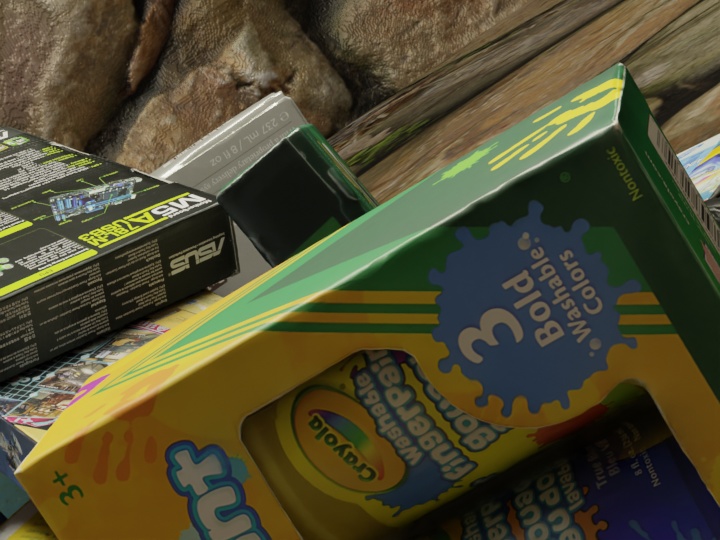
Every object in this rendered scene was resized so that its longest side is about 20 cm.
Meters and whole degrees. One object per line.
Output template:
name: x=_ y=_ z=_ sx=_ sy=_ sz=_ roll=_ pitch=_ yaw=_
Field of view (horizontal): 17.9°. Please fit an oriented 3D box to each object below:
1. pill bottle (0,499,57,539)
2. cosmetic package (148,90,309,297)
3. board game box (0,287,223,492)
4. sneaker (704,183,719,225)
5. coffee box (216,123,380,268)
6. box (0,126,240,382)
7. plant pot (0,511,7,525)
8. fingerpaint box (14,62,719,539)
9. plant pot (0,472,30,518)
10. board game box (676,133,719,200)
pill bottle: x=-0.129 y=0.158 z=1.051 sx=0.111 sy=0.112 sz=0.200 roll=-25 pitch=11 yaw=39
cosmetic package: x=-0.031 y=0.015 z=1.215 sx=0.107 sy=0.200 sz=0.090 roll=-35 pitch=7 yaw=-4
board game box: x=-0.091 y=0.059 z=1.004 sx=0.135 sy=0.035 sz=0.200 roll=-19 pitch=18 yaw=-22
sneaker: x=0.139 y=-0.008 z=0.871 sx=0.060 sy=0.200 sz=0.104 roll=24 pitch=79 yaw=52
coffee box: x=0.000 y=0.000 z=0.910 sx=0.044 sy=0.123 sz=0.200 roll=-40 pitch=4 yaw=2
box: x=-0.194 y=-0.005 z=1.101 sx=0.200 sy=0.048 sz=0.193 roll=-26 pitch=33 yaw=-37
plant pot: x=-0.285 y=0.155 z=1.135 sx=0.200 sy=0.200 sz=0.180 roll=-45 pitch=-8 yaw=-26
fingerpaint box: x=0.043 y=0.081 z=0.556 sx=0.166 sy=0.200 sz=0.073 roll=-29 pitch=9 yaw=15
plant pot: x=-0.164 y=0.086 z=1.368 sx=0.200 sy=0.196 sz=0.196 roll=-44 pitch=11 yaw=-12
board game box: x=0.200 y=-0.033 z=1.157 sx=0.151 sy=0.047 sz=0.200 roll=-27 pitch=10 yaw=33
